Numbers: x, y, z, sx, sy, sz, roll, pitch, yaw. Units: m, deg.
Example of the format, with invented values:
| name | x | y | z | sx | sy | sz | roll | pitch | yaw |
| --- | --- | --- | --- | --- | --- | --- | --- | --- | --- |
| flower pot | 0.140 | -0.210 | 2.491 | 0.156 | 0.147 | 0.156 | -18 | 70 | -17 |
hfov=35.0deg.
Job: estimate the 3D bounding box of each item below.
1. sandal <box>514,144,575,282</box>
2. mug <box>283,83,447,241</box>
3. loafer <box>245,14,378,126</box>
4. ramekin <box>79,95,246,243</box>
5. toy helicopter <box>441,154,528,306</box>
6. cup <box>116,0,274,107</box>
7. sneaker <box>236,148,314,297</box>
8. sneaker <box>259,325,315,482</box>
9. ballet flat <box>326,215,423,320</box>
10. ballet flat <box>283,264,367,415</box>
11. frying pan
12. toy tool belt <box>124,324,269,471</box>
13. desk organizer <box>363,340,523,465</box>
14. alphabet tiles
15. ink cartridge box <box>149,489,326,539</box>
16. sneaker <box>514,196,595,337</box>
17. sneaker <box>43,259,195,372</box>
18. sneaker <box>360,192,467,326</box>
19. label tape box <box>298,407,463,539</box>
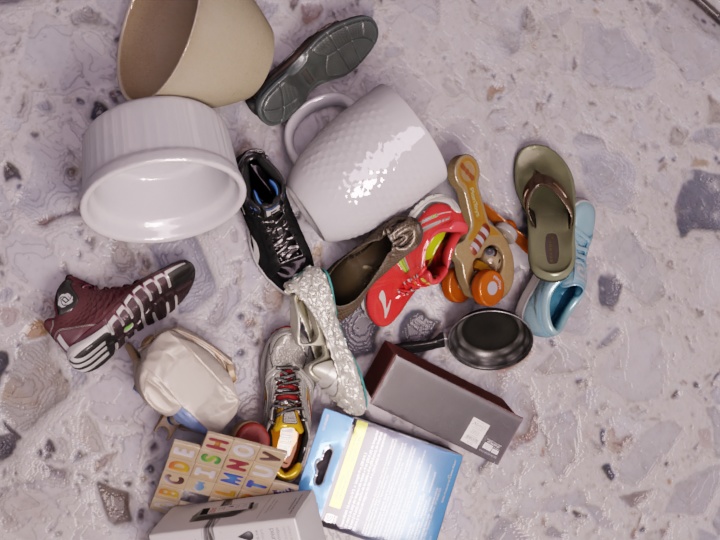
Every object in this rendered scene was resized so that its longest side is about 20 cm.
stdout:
| name | x | y | z | sx | sy | sz | roll | pitch | yaw |
| --- | --- | --- | --- | --- | --- | --- | --- | --- | --- |
| sandal | 0.248 | -0.083 | 1.503 | 0.078 | 0.058 | 0.204 | -9 | 61 | 8 |
| mug | -0.016 | -0.143 | 1.454 | 0.174 | 0.148 | 0.201 | -36 | 68 | -6 |
| loafer | -0.067 | -0.270 | 1.475 | 0.199 | 0.063 | 0.072 | -40 | 134 | -12 |
| ramekin | -0.241 | -0.122 | 1.370 | 0.197 | 0.201 | 0.099 | -7 | 66 | -11 |
| toy helicopter | 0.162 | -0.058 | 1.508 | 0.131 | 0.078 | 0.203 | -25 | 107 | -33 |
| cup | -0.189 | -0.280 | 1.399 | 0.142 | 0.199 | 0.204 | 15 | 86 | -36 |
| sneaker | -0.111 | -0.055 | 1.438 | 0.072 | 0.112 | 0.202 | -26 | 95 | -9 |
| sneaker | -0.088 | 0.172 | 1.457 | 0.076 | 0.082 | 0.204 | 0 | 89 | -11 |
| ballet flat | 0.000 | 0.000 | 1.444 | 0.199 | 0.046 | 0.068 | -40 | 76 | 29 |
| ballet flat | -0.051 | 0.095 | 1.443 | 0.071 | 0.072 | 0.203 | -19 | 96 | -11 |
| frying pan | 0.140 | 0.101 | 1.523 | 0.188 | 0.031 | 0.115 | -21 | 129 | 23 |
| toy tool belt | -0.207 | 0.159 | 1.430 | 0.200 | 0.122 | 0.125 | 45 | 70 | -19 |
| desk organizer | 0.105 | 0.171 | 1.496 | 0.198 | 0.077 | 0.072 | 27 | 97 | -16 |
| alphabet tiles | -0.162 | 0.263 | 1.403 | 0.165 | 0.201 | 0.008 | 16 | 47 | -10 |
| ink cartridge box | -0.142 | 0.361 | 1.395 | 0.197 | 0.083 | 0.149 | -11 | 101 | 17 |
| sneaker | 0.281 | 0.000 | 1.523 | 0.073 | 0.082 | 0.203 | 25 | 84 | -33 |
| sneaker | -0.309 | 0.026 | 1.421 | 0.115 | 0.076 | 0.199 | 38 | 58 | 22 |
| sneaker | 0.068 | -0.002 | 1.456 | 0.076 | 0.085 | 0.202 | 10 | 121 | -38 |
| label tape box | 0.018 | 0.274 | 1.488 | 0.197 | 0.066 | 0.145 | 20 | 86 | -9 |
